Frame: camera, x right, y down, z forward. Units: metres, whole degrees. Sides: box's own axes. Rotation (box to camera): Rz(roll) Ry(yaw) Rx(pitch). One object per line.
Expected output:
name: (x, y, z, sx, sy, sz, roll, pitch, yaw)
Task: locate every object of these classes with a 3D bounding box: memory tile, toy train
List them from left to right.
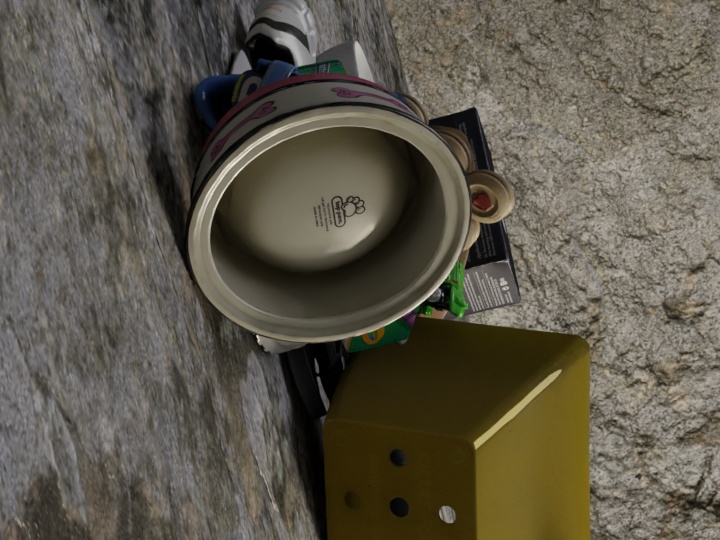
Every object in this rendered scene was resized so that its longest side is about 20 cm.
memory tile: (0.030, -0.059, 1.759, 0.153, 0.200, 0.017, 43, 42, -4)
toy train: (0.068, 0.010, 1.670, 0.200, 0.041, 0.057, 32, 61, -83)

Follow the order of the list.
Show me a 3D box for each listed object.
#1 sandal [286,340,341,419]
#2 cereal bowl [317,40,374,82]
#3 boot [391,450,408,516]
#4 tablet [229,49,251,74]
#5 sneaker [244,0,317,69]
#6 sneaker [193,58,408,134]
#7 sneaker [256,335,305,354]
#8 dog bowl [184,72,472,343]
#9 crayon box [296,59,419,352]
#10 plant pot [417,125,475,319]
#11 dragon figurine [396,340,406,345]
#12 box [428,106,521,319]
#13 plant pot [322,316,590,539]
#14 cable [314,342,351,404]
sandal: (-0.042, 0.024, 1.665, 0.076, 0.043, 0.202, 69, 14, -70)
cereal bowl: (-0.018, -0.132, 2.052, 0.200, 0.083, 0.202, -13, 90, -83)
boot: (0.030, 0.212, 1.899, 0.200, 0.065, 0.166, -83, 158, -58)
tablet: (-0.092, -0.102, 1.681, 0.200, 0.014, 0.131, -87, 162, -68)
sneaker: (-0.065, -0.155, 1.841, 0.080, 0.073, 0.201, -63, 138, -54)
sneaker: (-0.049, -0.112, 1.458, 0.082, 0.199, 0.074, 43, 63, -35)
sneaker: (-0.054, 0.000, 1.517, 0.200, 0.080, 0.077, 69, 9, -58)
dog bowl: (-0.027, -0.049, 1.365, 0.074, 0.199, 0.201, -109, 180, -51)
crayon box: (-0.013, -0.052, 1.564, 0.119, 0.058, 0.201, 108, -37, -52)
plant pot: (0.032, -0.044, 1.881, 0.201, 0.092, 0.202, -170, -90, -74)
dragon figurine: (0.000, 0.000, 1.699, 0.059, 0.099, 0.201, 89, 3, -48)
box: (0.065, -0.051, 2.164, 0.104, 0.181, 0.201, 65, 14, -60)
plant pot: (0.067, 0.164, 1.642, 0.176, 0.199, 0.201, -30, 122, -59)
cable: (-0.019, 0.087, 1.812, 0.201, 0.050, 0.164, -94, 163, -44)
